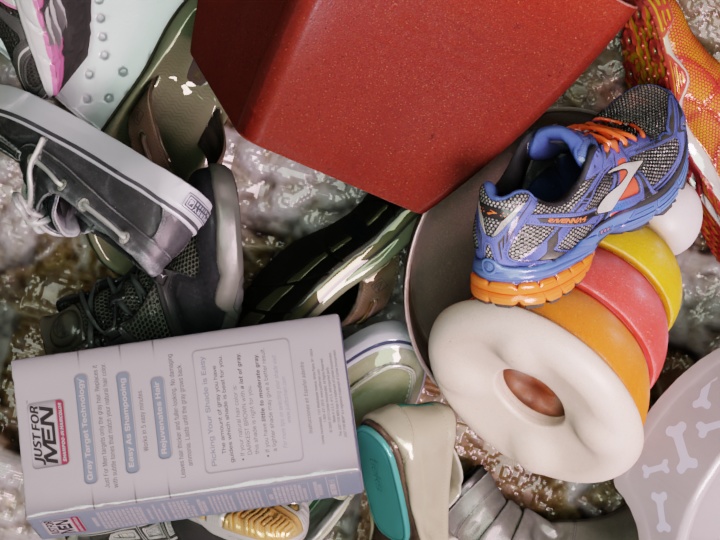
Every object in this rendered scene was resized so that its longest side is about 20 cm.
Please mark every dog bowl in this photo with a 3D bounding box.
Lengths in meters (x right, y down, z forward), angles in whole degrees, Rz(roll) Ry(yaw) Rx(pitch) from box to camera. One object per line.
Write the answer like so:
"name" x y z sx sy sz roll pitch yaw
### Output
"dog bowl" 0.245 0.140 1.616 0.200 0.059 0.201 -20 126 -30

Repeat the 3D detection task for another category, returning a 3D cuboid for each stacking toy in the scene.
"stacking toy" 0.146 0.017 1.583 0.146 0.146 0.200 42 59 -7

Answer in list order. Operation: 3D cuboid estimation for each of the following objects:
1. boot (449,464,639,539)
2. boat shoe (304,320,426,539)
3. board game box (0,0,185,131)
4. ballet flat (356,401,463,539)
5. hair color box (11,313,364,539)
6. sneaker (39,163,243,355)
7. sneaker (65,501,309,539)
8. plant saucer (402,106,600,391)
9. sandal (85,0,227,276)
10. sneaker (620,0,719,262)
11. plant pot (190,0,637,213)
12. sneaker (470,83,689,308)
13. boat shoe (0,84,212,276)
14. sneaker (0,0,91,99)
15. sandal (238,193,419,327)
"boot" 0.117 0.171 1.677 0.131 0.068 0.200 44 96 -1
"boat shoe" -0.017 0.121 1.644 0.072 0.062 0.200 21 117 -28
"board game box" -0.168 -0.219 1.623 0.200 0.026 0.200 40 98 -7
"ballet flat" 0.038 0.165 1.627 0.069 0.070 0.201 -2 124 0
"hair color box" -0.103 0.094 1.554 0.199 0.061 0.099 -8 72 0
"sneaker" -0.134 0.019 1.605 0.114 0.076 0.200 5 130 -16
"sneaker" -0.111 0.161 1.642 0.200 0.076 0.088 12 115 37
"plant saucer" 0.103 -0.009 1.618 0.200 0.032 0.201 -14 116 -31
"sandal" -0.116 -0.084 1.614 0.080 0.057 0.201 16 110 -27
"sneaker" 0.226 -0.092 1.635 0.077 0.073 0.200 -32 104 -16
"plant pot" 0.008 -0.155 1.531 0.199 0.200 0.177 22 109 -28
"sneaker" 0.133 -0.058 1.526 0.075 0.200 0.079 13 131 32
"boat shoe" -0.176 -0.051 1.569 0.199 0.074 0.068 29 79 32
"sneaker" -0.230 -0.200 1.582 0.086 0.080 0.201 -11 105 22
"sandal" 0.001 0.000 1.634 0.201 0.080 0.057 -37 116 6
